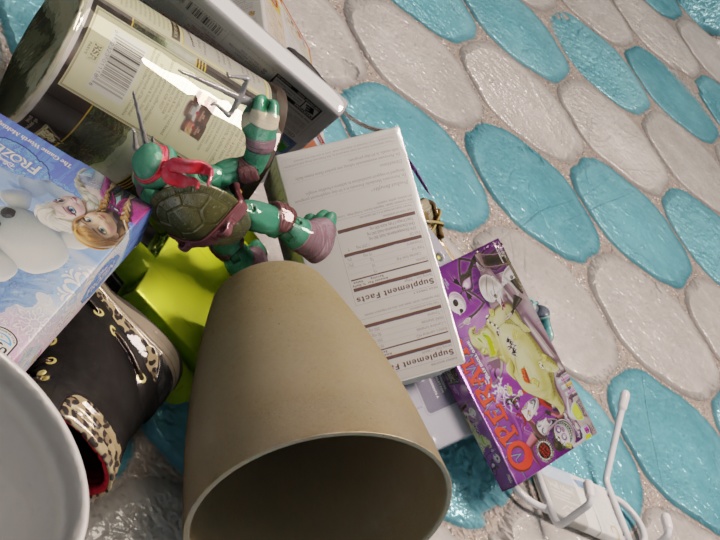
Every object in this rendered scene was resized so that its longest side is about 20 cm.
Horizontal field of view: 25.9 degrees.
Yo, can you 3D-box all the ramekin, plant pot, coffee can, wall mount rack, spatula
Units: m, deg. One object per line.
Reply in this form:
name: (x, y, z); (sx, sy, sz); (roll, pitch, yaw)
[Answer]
ramekin: (-0.263, 0.127, 0.879); (0.199, 0.105, 0.201); (34, 30, -22)
plant pot: (-0.047, 0.097, 1.123); (0.186, 0.187, 0.201); (24, 35, -35)
coffee can: (-0.182, -0.139, 1.304); (0.199, 0.146, 0.147); (30, 31, -26)
wall mount rack: (0.220, 0.183, 1.501); (0.199, 0.075, 0.175); (26, 33, -34)
spatula: (-0.002, -0.147, 1.492); (0.200, 0.021, 0.057); (42, -2, 13)

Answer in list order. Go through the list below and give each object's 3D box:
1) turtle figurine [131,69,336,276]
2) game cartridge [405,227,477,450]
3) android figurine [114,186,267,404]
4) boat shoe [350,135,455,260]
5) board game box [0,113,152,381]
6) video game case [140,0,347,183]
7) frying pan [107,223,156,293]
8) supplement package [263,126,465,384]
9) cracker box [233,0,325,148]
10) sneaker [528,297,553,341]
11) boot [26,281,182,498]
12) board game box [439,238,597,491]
turtle figurine: (-0.111, -0.059, 1.139); (0.200, 0.149, 0.101); (42, 51, -43)
game cartridge: (0.053, 0.058, 1.397); (0.132, 0.041, 0.202); (-18, 82, -37)
android figurine: (-0.121, 0.025, 1.227); (0.200, 0.041, 0.183); (49, 42, -24)
boat shoe: (0.041, -0.043, 1.480); (0.200, 0.066, 0.074); (45, 28, 1)
board game box: (-0.272, -0.028, 1.043); (0.199, 0.044, 0.199); (30, 44, 3)
video game case: (-0.126, -0.177, 1.413); (0.200, 0.182, 0.022); (40, 60, -11)
frying pan: (-0.195, -0.012, 1.236); (0.189, 0.031, 0.116); (20, 39, -39)
supplement package: (0.000, 0.000, 1.294); (0.114, 0.109, 0.202); (131, -56, -78)
cracker box: (-0.093, -0.203, 1.556); (0.201, 0.057, 0.134); (-100, 164, -48)
sneaker: (0.146, 0.054, 1.532); (0.201, 0.086, 0.078); (-100, 167, -50)
boot: (-0.221, 0.057, 1.073); (0.200, 0.073, 0.151); (42, 29, -14)
board game box: (0.125, 0.082, 1.401); (0.119, 0.032, 0.201); (-26, 87, -36)
